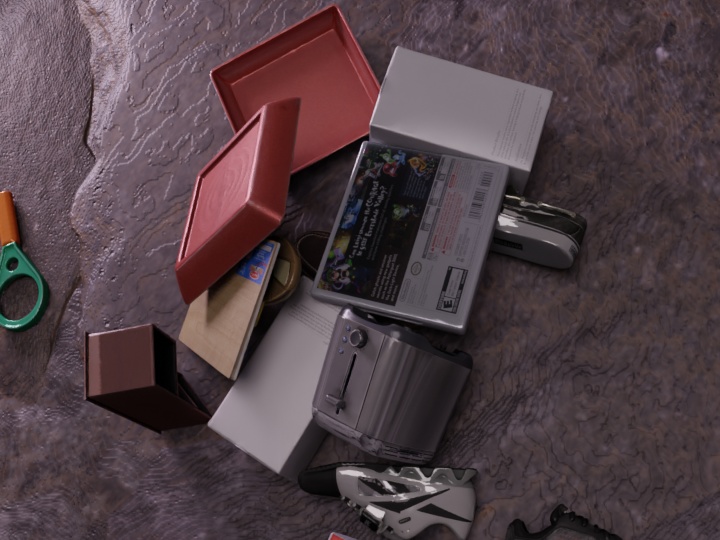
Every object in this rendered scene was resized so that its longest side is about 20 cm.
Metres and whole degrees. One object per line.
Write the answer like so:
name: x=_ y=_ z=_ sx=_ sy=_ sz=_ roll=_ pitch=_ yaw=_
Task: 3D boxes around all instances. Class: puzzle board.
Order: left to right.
puzzle board: x=-0.152 y=0.030 z=1.018 sx=0.199 sy=0.017 sz=0.153 roll=17 pitch=87 yaw=61

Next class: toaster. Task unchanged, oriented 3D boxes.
toaster: x=0.036 y=0.125 z=0.940 sx=0.112 sy=0.199 sz=0.131 roll=21 pitch=88 yaw=37

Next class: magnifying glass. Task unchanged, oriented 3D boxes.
magnifying glass: x=-0.466 y=-0.014 z=1.187 sx=0.078 sy=0.022 sz=0.203 roll=-20 pitch=67 yaw=6

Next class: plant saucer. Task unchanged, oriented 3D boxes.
plant saucer: x=-0.150 y=-0.089 z=1.032 sx=0.199 sy=0.036 sz=0.202 roll=-36 pitch=37 yaw=38
plant saucer: x=-0.076 y=-0.223 z=1.157 sx=0.197 sy=0.037 sz=0.202 roll=-27 pitch=68 yaw=3

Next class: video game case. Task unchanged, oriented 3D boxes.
video game case: x=0.057 y=-0.042 z=0.988 sx=0.179 sy=0.023 sz=0.203 roll=12 pitch=70 yaw=19

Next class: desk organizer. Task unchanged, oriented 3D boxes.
desk organizer: x=-0.228 y=0.124 z=0.985 sx=0.075 sy=0.200 sz=0.073 roll=-10 pitch=69 yaw=7

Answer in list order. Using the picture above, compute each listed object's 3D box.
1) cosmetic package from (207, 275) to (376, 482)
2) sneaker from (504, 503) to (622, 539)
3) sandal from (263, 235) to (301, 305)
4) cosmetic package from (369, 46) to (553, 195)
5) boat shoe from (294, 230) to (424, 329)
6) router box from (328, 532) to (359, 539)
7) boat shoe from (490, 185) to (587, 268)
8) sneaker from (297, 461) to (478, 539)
cosmetic package: x=-0.069 y=0.124 z=1.008 sx=0.107 sy=0.085 sz=0.202 roll=30 pitch=81 yaw=21
sneaker: x=0.233 y=0.284 z=0.886 sx=0.196 sy=0.071 sz=0.100 roll=-4 pitch=72 yaw=13
sandal: x=-0.109 y=0.011 z=1.029 sx=0.053 sy=0.199 sz=0.082 roll=18 pitch=73 yaw=-25
cosmetic package: x=0.117 y=-0.175 z=1.050 sx=0.197 sy=0.081 sz=0.115 roll=19 pitch=73 yaw=9
boat shoe: x=0.000 y=0.000 z=1.041 sx=0.198 sy=0.072 sz=0.073 roll=31 pitch=80 yaw=21
router box: x=0.061 y=0.318 z=0.846 sx=0.177 sy=0.200 sz=0.049 roll=22 pitch=76 yaw=19
boat shoe: x=0.164 y=-0.063 z=1.030 sx=0.197 sy=0.071 sz=0.064 roll=21 pitch=66 yaw=18
sneaker: x=0.026 y=0.252 z=0.945 sx=0.196 sy=0.074 sz=0.090 roll=2 pitch=75 yaw=10
